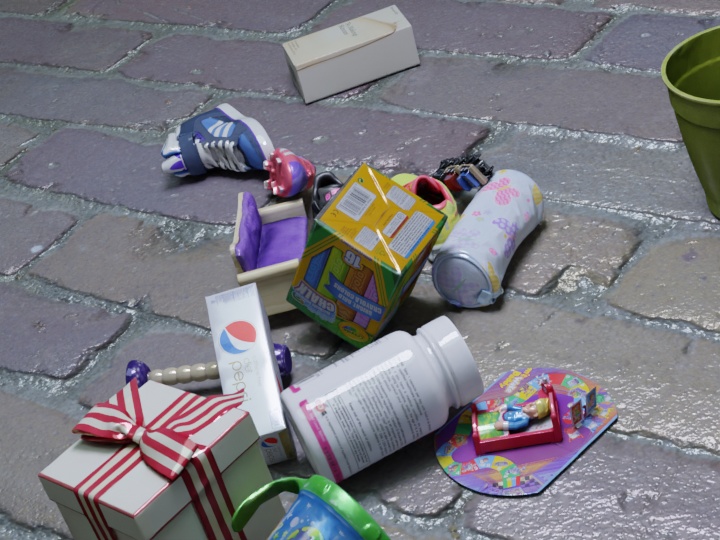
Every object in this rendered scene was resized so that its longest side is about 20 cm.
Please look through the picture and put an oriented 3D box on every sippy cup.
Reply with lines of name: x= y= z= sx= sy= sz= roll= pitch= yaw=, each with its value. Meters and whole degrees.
sippy cup: x=-0.043 y=0.286 z=1.369 sx=0.130 sy=0.140 sz=0.177 roll=-43 pitch=27 yaw=-19

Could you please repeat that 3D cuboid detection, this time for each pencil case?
pencil case: x=0.160 y=-0.041 z=1.798 sx=0.090 sy=0.084 sz=0.201 roll=20 pitch=44 yaw=14

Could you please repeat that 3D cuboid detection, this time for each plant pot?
plant pot: x=0.471 y=-0.166 z=1.745 sx=0.197 sy=0.195 sz=0.201 roll=-11 pitch=32 yaw=7

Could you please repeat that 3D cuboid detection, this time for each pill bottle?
pill bottle: x=0.024 y=0.136 z=1.553 sx=0.198 sy=0.114 sz=0.114 roll=-27 pitch=34 yaw=-8

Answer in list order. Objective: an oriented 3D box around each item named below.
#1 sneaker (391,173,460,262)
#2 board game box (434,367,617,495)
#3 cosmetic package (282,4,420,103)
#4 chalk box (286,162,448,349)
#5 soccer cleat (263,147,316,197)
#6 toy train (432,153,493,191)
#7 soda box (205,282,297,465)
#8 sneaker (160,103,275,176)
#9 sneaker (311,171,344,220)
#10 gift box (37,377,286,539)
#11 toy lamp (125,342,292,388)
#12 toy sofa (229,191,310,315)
sneaker: x=0.084 y=-0.092 z=1.900 sx=0.077 sy=0.091 sz=0.200 roll=-25 pitch=32 yaw=-11
board game box: x=0.169 y=0.153 z=1.544 sx=0.199 sy=0.039 sz=0.157 roll=-37 pitch=38 yaw=-29
cosmetic package: x=-0.016 y=-0.347 z=2.337 sx=0.198 sy=0.074 sz=0.104 roll=-21 pitch=33 yaw=-6
chalk box: x=0.000 y=0.000 z=1.739 sx=0.123 sy=0.201 sz=0.125 roll=32 pitch=50 yaw=8
soccer cleat: x=-0.090 y=-0.135 z=2.012 sx=0.075 sy=0.068 sz=0.200 roll=-5 pitch=3 yaw=-10
toy train: x=0.130 y=-0.126 z=1.913 sx=0.046 sy=0.034 sz=0.200 roll=-47 pitch=10 yaw=-6
soda box: x=-0.123 y=0.118 z=1.639 sx=0.063 sy=0.068 sz=0.202 roll=-15 pitch=54 yaw=1
sneaker: x=-0.218 y=-0.169 z=2.160 sx=0.146 sy=0.081 sz=0.200 roll=-33 pitch=37 yaw=-14
sneaker: x=-0.029 y=-0.066 z=1.916 sx=0.076 sy=0.085 sz=0.200 roll=-22 pitch=33 yaw=-9
gift box: x=-0.190 y=0.216 z=1.466 sx=0.183 sy=0.189 sz=0.200 roll=8 pitch=40 yaw=39
toy lamp: x=-0.179 y=0.118 z=1.734 sx=0.197 sy=0.059 sz=0.059 roll=-7 pitch=34 yaw=12
toy sofa: x=-0.110 y=-0.032 z=1.868 sx=0.082 sy=0.099 sz=0.201 roll=-13 pitch=25 yaw=6
